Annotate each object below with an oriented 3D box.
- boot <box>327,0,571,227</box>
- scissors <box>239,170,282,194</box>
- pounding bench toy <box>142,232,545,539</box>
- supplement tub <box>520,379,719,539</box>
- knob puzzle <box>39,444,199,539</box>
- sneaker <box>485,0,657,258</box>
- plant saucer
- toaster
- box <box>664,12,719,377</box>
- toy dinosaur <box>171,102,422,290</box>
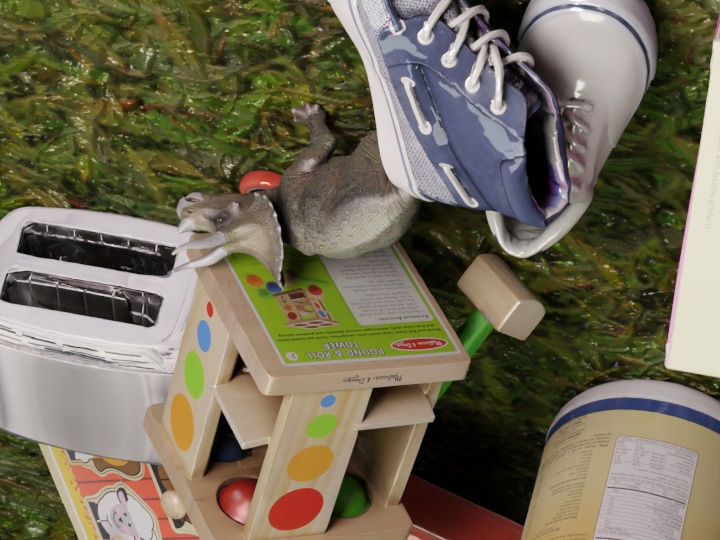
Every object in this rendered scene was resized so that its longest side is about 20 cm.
[{"bbox_3d":[0.047,-0.111,1.295,0.090,0.073,0.201,17,143,35],"label":"boot"},{"bbox_3d":[0.000,0.000,1.600,0.200,0.014,0.073,33,144,-25],"label":"scissors"},{"bbox_3d":[-0.003,0.073,1.546,0.199,0.124,0.156,-4,130,-27],"label":"pounding bench toy"},{"bbox_3d":[0.164,0.183,1.631,0.144,0.201,0.145,12,142,9],"label":"supplement tub"},{"bbox_3d":[-0.139,0.138,1.769,0.219,0.030,0.221,21,126,31],"label":"knob puzzle"},{"bbox_3d":[0.106,-0.073,1.373,0.073,0.071,0.200,13,150,4],"label":"sneaker"},{"bbox_3d":[0.030,0.166,1.785,0.199,0.037,0.200,26,166,-1],"label":"plant saucer"},{"bbox_3d":[-0.159,0.037,1.640,0.199,0.114,0.129,11,146,9],"label":"toaster"},{"bbox_3d":[0.257,-0.034,1.276,0.199,0.097,0.177,10,120,10],"label":"box"},{"bbox_3d":[0.000,-0.041,1.444,0.199,0.103,0.077,-8,143,36],"label":"toy dinosaur"}]
